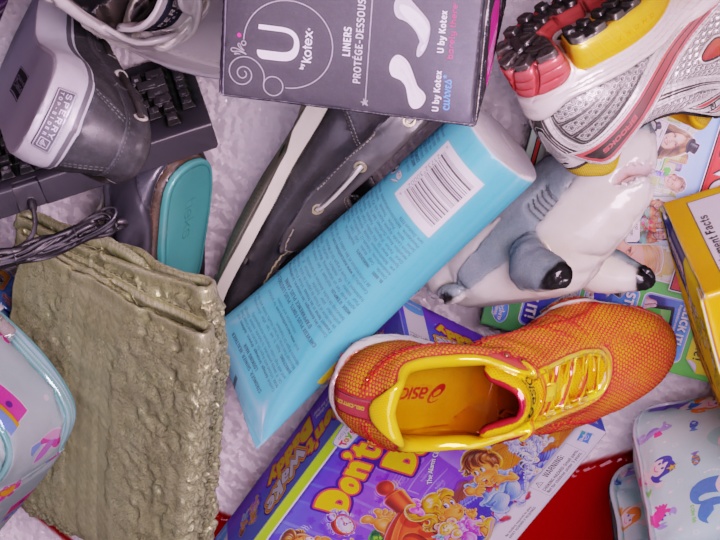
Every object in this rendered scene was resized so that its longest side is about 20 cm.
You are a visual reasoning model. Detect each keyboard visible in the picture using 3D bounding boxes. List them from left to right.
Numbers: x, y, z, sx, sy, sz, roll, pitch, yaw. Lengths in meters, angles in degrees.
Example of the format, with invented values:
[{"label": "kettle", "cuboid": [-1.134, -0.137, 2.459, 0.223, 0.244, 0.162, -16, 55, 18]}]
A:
[{"label": "keyboard", "cuboid": [-0.171, -0.047, 0.873, 0.199, 0.127, 0.021, -19, 139, -4]}]

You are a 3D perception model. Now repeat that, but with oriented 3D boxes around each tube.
[{"label": "tube", "cuboid": [0.000, 0.000, 0.863, 0.200, 0.078, 0.050, -42, 138, 21]}]

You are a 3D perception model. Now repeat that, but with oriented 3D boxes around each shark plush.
[{"label": "shark plush", "cuboid": [0.072, -0.024, 0.891, 0.200, 0.091, 0.084, -11, 82, 52]}]

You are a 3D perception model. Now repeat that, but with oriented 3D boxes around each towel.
[{"label": "towel", "cuboid": [-0.132, 0.073, 0.920, 0.148, 0.036, 0.201, 24, 123, 29]}]

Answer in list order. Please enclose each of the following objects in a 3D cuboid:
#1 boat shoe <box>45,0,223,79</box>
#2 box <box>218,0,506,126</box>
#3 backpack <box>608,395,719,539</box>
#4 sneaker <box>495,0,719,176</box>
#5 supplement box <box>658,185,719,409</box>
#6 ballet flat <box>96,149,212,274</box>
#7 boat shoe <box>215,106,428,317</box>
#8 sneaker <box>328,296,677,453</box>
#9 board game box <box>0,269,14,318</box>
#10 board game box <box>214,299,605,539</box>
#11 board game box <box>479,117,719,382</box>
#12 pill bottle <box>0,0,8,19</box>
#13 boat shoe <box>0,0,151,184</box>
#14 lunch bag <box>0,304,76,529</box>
[{"label": "boat shoe", "cuboid": [-0.105, -0.139, 0.830, 0.072, 0.066, 0.200, -47, 134, 12]}, {"label": "box", "cuboid": [0.010, -0.162, 0.775, 0.114, 0.200, 0.133, 6, 114, 5]}, {"label": "backpack", "cuboid": [0.233, 0.146, 0.886, 0.199, 0.178, 0.151, -6, 119, 8]}, {"label": "sneaker", "cuboid": [0.156, -0.116, 0.809, 0.200, 0.078, 0.082, -32, 116, -15]}, {"label": "supplement box", "cuboid": [0.263, 0.005, 0.836, 0.199, 0.109, 0.110, -17, 115, 7]}, {"label": "ballet flat", "cuboid": [-0.120, 0.011, 0.952, 0.073, 0.073, 0.201, 9, 120, 6]}, {"label": "boat shoe", "cuboid": [-0.024, -0.035, 0.902, 0.067, 0.072, 0.200, 29, 122, -9]}, {"label": "sneaker", "cuboid": [0.083, 0.061, 0.858, 0.199, 0.077, 0.073, -11, 108, -27]}, {"label": "board game box", "cuboid": [-0.295, 0.017, 0.993, 0.200, 0.037, 0.151, 43, 114, -11]}, {"label": "board game box", "cuboid": [0.024, 0.123, 0.962, 0.134, 0.045, 0.200, 25, 116, -21]}, {"label": "board game box", "cuboid": [0.151, -0.048, 0.896, 0.134, 0.029, 0.201, 15, 115, 4]}, {"label": "pill bottle", "cuboid": [-0.226, -0.169, 0.860, 0.111, 0.111, 0.200, 27, 115, -3]}, {"label": "boat shoe", "cuboid": [-0.145, -0.086, 0.844, 0.056, 0.200, 0.069, 24, 103, -22]}, {"label": "lunch bag", "cuboid": [-0.253, 0.081, 0.930, 0.160, 0.077, 0.200, 45, 126, 7]}]
